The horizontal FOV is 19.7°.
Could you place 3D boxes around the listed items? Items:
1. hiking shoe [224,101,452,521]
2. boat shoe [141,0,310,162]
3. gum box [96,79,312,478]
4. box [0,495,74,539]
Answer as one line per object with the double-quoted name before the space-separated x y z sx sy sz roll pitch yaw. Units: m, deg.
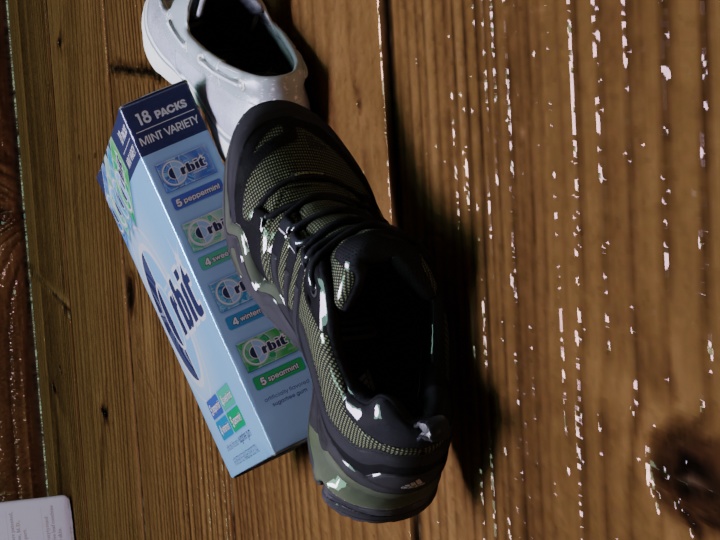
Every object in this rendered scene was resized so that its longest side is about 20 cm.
"hiking shoe" 0.000 0.000 0.888 0.201 0.075 0.101 68 152 24
"boat shoe" -0.071 -0.128 1.142 0.201 0.070 0.072 -124 32 -51
"gum box" -0.084 0.011 1.161 0.201 0.044 0.170 65 166 5
"box" -0.456 0.401 2.660 0.199 0.170 0.201 140 123 -73
